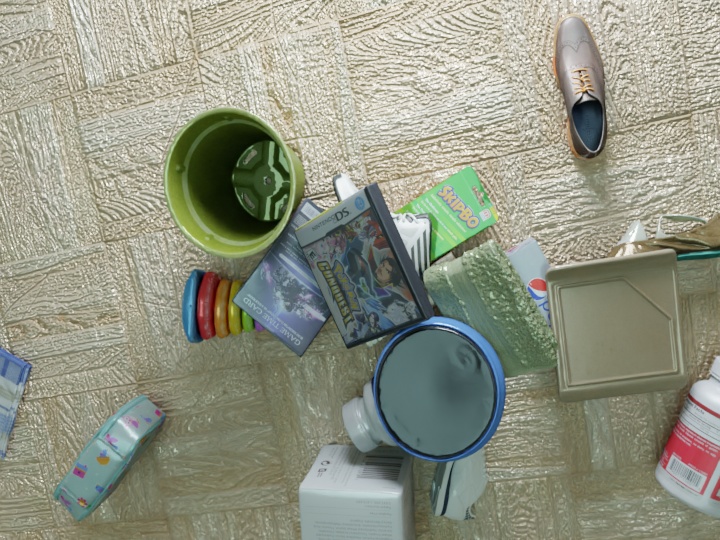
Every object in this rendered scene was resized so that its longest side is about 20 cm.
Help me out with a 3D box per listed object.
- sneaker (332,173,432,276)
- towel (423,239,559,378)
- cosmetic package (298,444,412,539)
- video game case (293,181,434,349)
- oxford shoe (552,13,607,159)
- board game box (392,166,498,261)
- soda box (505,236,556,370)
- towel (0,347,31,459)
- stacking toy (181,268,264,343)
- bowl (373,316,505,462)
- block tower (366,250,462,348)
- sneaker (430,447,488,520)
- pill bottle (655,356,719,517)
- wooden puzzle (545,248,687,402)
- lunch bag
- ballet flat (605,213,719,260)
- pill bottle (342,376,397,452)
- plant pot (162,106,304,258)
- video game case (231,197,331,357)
[{"bbox_3d":[0.042,-0.076,0.991,0.113,0.076,0.204,-30,85,-1],"label":"sneaker"},{"bbox_3d":[0.186,0.066,0.936,0.146,0.036,0.204,-25,99,39],"label":"towel"},{"bbox_3d":[0.002,0.410,1.036,0.159,0.165,0.208,-1,97,11],"label":"cosmetic package"},{"bbox_3d":[0.000,0.000,0.954,0.178,0.025,0.205,-24,91,44],"label":"video game case"},{"bbox_3d":[0.317,-0.262,0.917,0.069,0.073,0.207,-13,96,13],"label":"oxford shoe"},{"bbox_3d":[0.110,-0.070,1.012,0.197,0.030,0.097,-31,89,17],"label":"board game box"},{"bbox_3d":[0.281,0.055,0.977,0.067,0.063,0.204,-30,92,12],"label":"soda box"},{"bbox_3d":[-0.705,0.238,1.227,0.143,0.024,0.205,23,100,9],"label":"towel"},{"bbox_3d":[-0.184,0.061,1.064,0.193,0.110,0.121,2,85,-1],"label":"stacking toy"},{"bbox_3d":[0.109,0.172,0.929,0.194,0.039,0.208,-1,88,17],"label":"bowl"},{"bbox_3d":[0.083,0.042,1.021,0.197,0.058,0.055,-34,91,12],"label":"block tower"},{"bbox_3d":[0.170,0.304,1.042,0.078,0.077,0.206,12,105,-2],"label":"sneaker"},{"bbox_3d":[0.514,0.235,0.933,0.109,0.112,0.206,20,102,7],"label":"pill bottle"},{"bbox_3d":[0.362,0.080,0.923,0.179,0.037,0.207,-8,100,7],"label":"wooden puzzle"},{"bbox_3d":[-0.427,0.317,1.116,0.077,0.160,0.201,38,98,-2],"label":"lunch bag"},{"bbox_3d":[0.432,-0.041,0.938,0.194,0.068,0.075,-13,76,13],"label":"ballet flat"},{"bbox_3d":[0.072,0.203,1.018,0.197,0.111,0.113,-31,92,14],"label":"pill bottle"},{"bbox_3d":[-0.166,-0.132,0.979,0.193,0.184,0.208,2,99,10],"label":"plant pot"},{"bbox_3d":[-0.090,0.011,1.028,0.142,0.019,0.202,37,85,-5],"label":"video game case"}]
